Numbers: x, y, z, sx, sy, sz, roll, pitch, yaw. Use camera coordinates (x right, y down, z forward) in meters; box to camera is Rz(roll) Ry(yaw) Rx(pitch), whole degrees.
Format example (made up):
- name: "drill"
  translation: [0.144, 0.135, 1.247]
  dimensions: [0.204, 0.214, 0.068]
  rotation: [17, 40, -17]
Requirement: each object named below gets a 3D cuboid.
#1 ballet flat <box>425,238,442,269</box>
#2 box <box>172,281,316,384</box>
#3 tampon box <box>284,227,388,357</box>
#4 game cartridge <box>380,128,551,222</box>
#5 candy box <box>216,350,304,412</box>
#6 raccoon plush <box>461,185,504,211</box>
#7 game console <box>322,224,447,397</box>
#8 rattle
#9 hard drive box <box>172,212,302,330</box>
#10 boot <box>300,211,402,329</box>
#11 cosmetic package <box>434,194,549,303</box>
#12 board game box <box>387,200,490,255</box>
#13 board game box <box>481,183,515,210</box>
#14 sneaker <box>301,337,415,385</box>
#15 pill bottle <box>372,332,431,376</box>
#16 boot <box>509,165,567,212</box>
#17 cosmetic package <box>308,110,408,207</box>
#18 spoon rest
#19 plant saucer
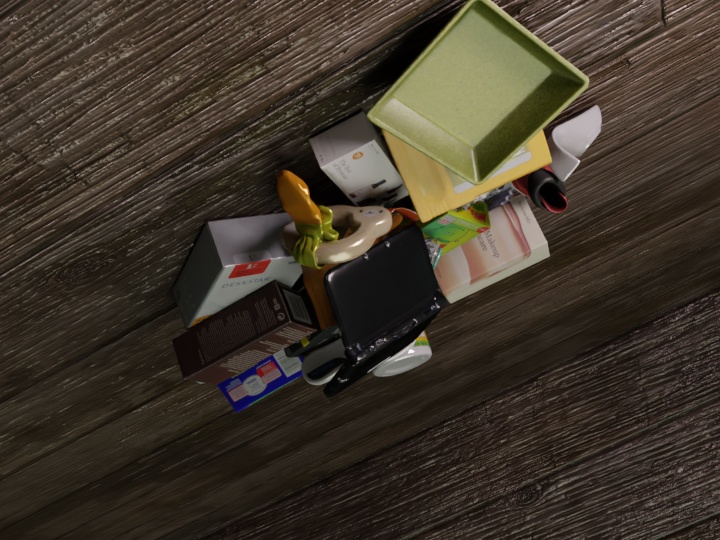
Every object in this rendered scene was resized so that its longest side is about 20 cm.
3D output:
- name: "ballet flat"
  translation: [0.090, 0.000, 1.419]
  dimensions: [0.071, 0.073, 0.201]
  rotation: [-18, 157, -11]
- name: "box"
  translation: [-0.178, 0.100, 1.324]
  dimensions: [0.199, 0.076, 0.100]
  rotation: [-30, 159, 13]
- name: "tampon box"
  translation: [-0.042, 0.029, 1.394]
  dimensions: [0.125, 0.151, 0.200]
  rotation: [-1, 150, -46]
- name: "game cartridge"
  translation: [0.140, -0.174, 1.137]
  dimensions: [0.198, 0.033, 0.177]
  rotation: [-26, 125, 4]
- name: "candy box"
  translation: [-0.154, 0.154, 1.566]
  dimensions: [0.168, 0.078, 0.200]
  rotation: [-30, -170, 17]
- name: "raccoon plush"
  translation: [0.127, -0.160, 1.260]
  dimensions: [0.198, 0.098, 0.134]
  rotation: [18, 155, -21]
- name: "game console"
  translation: [0.017, 0.058, 1.210]
  dimensions: [0.199, 0.117, 0.176]
  rotation: [-29, 163, -39]
- name: "rattle"
  translation: [-0.017, -0.098, 1.151]
  dimensions: [0.198, 0.145, 0.130]
  rotation: [-22, -162, -19]
- name: "hard drive box"
  translation: [-0.179, 0.001, 1.292]
  dimensions: [0.154, 0.077, 0.200]
  rotation: [-10, 155, -32]
- name: "boot"
  translation: [0.000, 0.000, 1.255]
  dimensions: [0.200, 0.146, 0.070]
  rotation: [-21, -176, -35]
- name: "cosmetic package"
  translation: [0.220, -0.036, 1.506]
  dimensions: [0.198, 0.104, 0.087]
  rotation: [-27, 160, 7]
- name: "board game box"
  translation: [0.106, -0.060, 1.410]
  dimensions: [0.101, 0.048, 0.199]
  rotation: [14, 148, -38]
- name: "board game box"
  translation: [0.183, -0.105, 1.480]
  dimensions: [0.198, 0.026, 0.200]
  rotation: [-17, 158, -14]
- name: "sneaker"
  translation: [0.009, 0.131, 1.397]
  dimensions: [0.198, 0.074, 0.112]
  rotation: [-21, 166, 17]
- name: "pill bottle"
  translation: [0.044, 0.074, 1.513]
  dimensions: [0.110, 0.202, 0.111]
  rotation: [-16, 161, -6]
- name: "boot"
  translation: [0.281, -0.126, 1.327]
  dimensions: [0.072, 0.145, 0.200]
  rotation: [-37, 149, 12]
- name: "cosmetic package"
  translation: [0.006, -0.141, 1.179]
  dimensions: [0.082, 0.051, 0.200]
  rotation: [-28, 159, 10]
- name: "spoon rest"
  translation: [0.316, -0.197, 1.292]
  dimensions: [0.100, 0.060, 0.200]
  rotation: [-53, 176, 33]
- name: "plant saucer"
  translation: [0.138, -0.221, 1.038]
  dimensions: [0.198, 0.048, 0.200]
  rotation: [26, 127, -31]
